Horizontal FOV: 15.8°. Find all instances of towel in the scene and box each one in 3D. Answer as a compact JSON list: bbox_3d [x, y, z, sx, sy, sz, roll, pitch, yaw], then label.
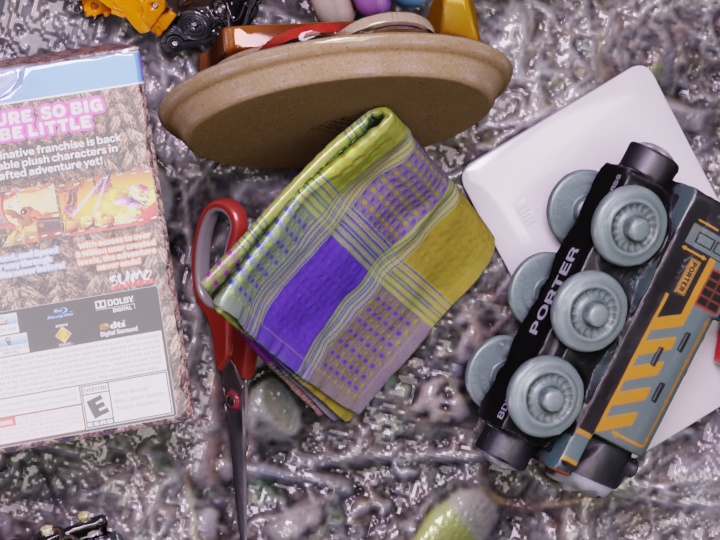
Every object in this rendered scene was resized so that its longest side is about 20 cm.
[{"bbox_3d":[0.000,0.000,1.393,0.144,0.200,0.023,-47,61,-4],"label":"towel"}]

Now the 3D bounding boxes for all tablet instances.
[{"bbox_3d":[0.156,-0.003,1.498,0.130,0.014,0.200,-31,102,-9],"label":"tablet"}]

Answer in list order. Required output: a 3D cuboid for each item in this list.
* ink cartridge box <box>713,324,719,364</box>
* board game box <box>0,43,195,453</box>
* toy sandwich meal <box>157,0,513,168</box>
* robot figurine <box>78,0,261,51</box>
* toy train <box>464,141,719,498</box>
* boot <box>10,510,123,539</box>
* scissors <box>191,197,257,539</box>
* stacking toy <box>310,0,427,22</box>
[{"bbox_3d":[0.276,0.006,1.490,0.116,0.067,0.200,11,89,-17],"label":"ink cartridge box"},{"bbox_3d":[-0.186,-0.010,1.373,0.159,0.097,0.200,-9,97,-12],"label":"board game box"},{"bbox_3d":[-0.015,-0.107,1.355,0.205,0.205,0.070,-5,77,-13],"label":"toy sandwich meal"},{"bbox_3d":[-0.091,-0.203,1.355,0.145,0.058,0.200,33,130,-14],"label":"robot figurine"},{"bbox_3d":[0.142,0.031,1.452,0.114,0.085,0.200,27,89,-24],"label":"toy train"},{"bbox_3d":[-0.203,0.155,1.372,0.154,0.073,0.204,-23,132,-13],"label":"boot"},{"bbox_3d":[-0.073,0.058,1.445,0.014,0.073,0.200,-20,127,-46],"label":"scissors"},{"bbox_3d":[0.069,-0.186,1.393,0.200,0.085,0.085,-8,98,7],"label":"stacking toy"}]
